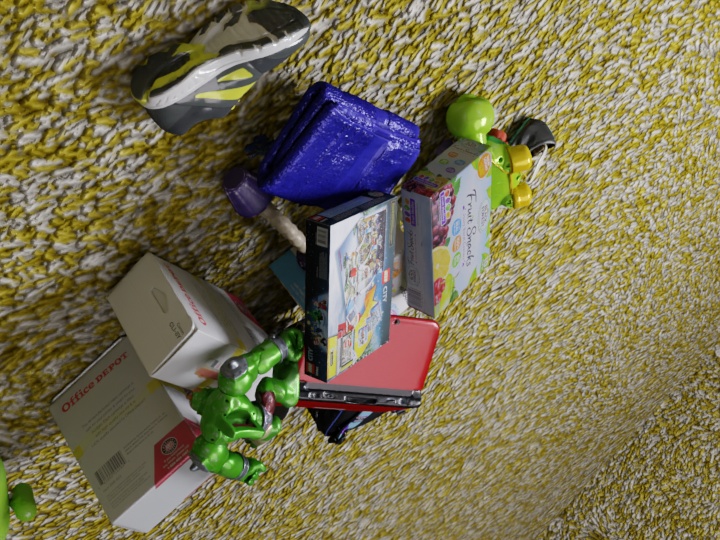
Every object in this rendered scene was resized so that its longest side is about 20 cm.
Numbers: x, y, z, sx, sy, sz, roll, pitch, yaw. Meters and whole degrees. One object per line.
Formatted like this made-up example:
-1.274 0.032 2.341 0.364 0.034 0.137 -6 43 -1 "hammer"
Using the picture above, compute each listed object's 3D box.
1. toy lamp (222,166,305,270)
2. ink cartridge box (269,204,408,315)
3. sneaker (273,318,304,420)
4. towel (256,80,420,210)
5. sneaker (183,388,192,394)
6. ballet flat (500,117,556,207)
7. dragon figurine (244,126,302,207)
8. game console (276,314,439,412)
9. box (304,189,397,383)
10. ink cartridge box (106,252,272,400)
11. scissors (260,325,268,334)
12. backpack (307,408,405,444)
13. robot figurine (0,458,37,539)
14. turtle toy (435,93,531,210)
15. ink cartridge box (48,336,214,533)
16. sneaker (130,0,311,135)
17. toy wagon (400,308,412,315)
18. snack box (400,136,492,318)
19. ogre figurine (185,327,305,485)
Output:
-0.107 -0.064 1.105 0.058 0.058 0.200 -43 139 2 "toy lamp"
0.000 0.000 1.232 0.200 0.125 0.129 -38 146 -5 "ink cartridge box"
-0.107 0.153 1.343 0.086 0.080 0.200 -38 162 -44 "sneaker"
-0.018 -0.131 1.028 0.200 0.050 0.148 13 116 -53 "towel"
-0.209 0.168 1.250 0.199 0.073 0.085 7 155 -27 "sneaker"
0.224 -0.145 1.340 0.200 0.068 0.068 -49 165 12 "ballet flat"
-0.049 -0.144 1.081 0.199 0.059 0.100 -19 140 -29 "dragon figurine"
-0.014 0.130 1.210 0.199 0.119 0.172 9 165 -26 "game console"
-0.012 0.017 1.045 0.136 0.038 0.201 -28 128 -50 "box"
-0.201 0.079 1.089 0.083 0.145 0.200 -45 146 7 "ink cartridge box"
-0.108 0.103 1.242 0.199 0.074 0.014 -3 171 -12 "scissors"
0.011 0.157 1.380 0.182 0.135 0.200 -18 150 -36 "backpack"
-0.493 0.286 1.062 0.175 0.116 0.201 -9 136 -26 "robot figurine"
0.165 -0.159 1.242 0.145 0.101 0.200 -13 140 0 "turtle toy"
-0.285 0.206 1.109 0.145 0.200 0.083 -41 149 -1 "ink cartridge box"
-0.142 -0.213 0.913 0.199 0.075 0.085 -26 150 -7 "sneaker"
0.082 0.023 1.374 0.155 0.040 0.200 -41 160 19 "toy wagon"
0.118 -0.057 1.162 0.142 0.053 0.201 -42 142 -36 "snack box"
-0.135 0.163 1.016 0.200 0.098 0.120 -52 152 21 "ogre figurine"
